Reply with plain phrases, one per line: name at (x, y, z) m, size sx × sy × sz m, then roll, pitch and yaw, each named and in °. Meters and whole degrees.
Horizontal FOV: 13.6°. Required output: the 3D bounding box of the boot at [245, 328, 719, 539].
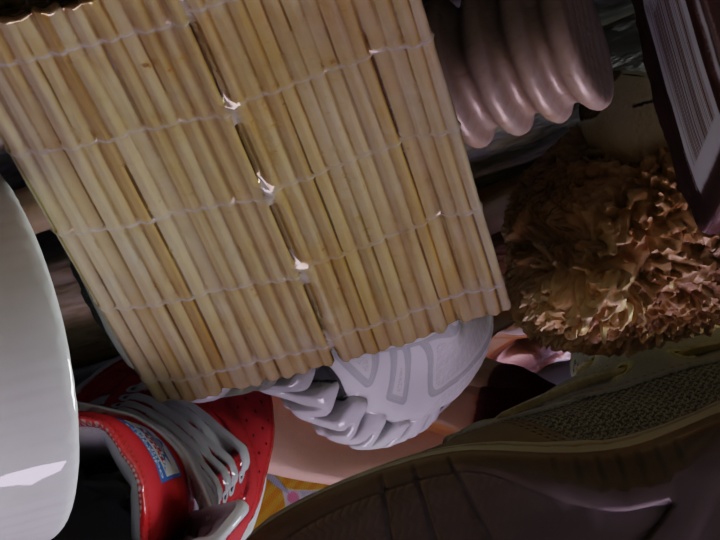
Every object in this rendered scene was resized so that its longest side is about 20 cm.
boot at (0.063, 0.053, 0.839) m, size 0.199 × 0.072 × 0.155 m, roll -17°, pitch -167°, yaw 3°

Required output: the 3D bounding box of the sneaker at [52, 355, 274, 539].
sneaker at (-0.060, 0.053, 0.804) m, size 0.113 × 0.071 × 0.200 m, roll -57°, pitch 178°, yaw 39°

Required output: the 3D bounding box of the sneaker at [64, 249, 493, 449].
sneaker at (0.000, 0.000, 0.838) m, size 0.081 × 0.075 × 0.200 m, roll -32°, pitch 163°, yaw 18°

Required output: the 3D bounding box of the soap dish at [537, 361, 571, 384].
soap dish at (0.150, 0.055, 1.171) m, size 0.081 × 0.157 × 0.200 m, roll -56°, pitch -170°, yaw -21°

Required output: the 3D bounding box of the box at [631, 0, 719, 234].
box at (0.166, -0.075, 0.679) m, size 0.199 × 0.075 × 0.100 m, roll -14°, pitch 170°, yaw -2°

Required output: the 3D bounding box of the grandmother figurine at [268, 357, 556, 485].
grandmother figurine at (0.035, 0.056, 0.940) m, size 0.199 × 0.121 × 0.061 m, roll 12°, pitch 130°, yaw 0°

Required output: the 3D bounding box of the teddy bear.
teddy bear at (0.133, -0.028, 0.774) m, size 0.199 × 0.067 × 0.145 m, roll 3°, pitch -141°, yaw 21°

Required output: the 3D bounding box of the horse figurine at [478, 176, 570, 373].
horse figurine at (0.070, -0.005, 0.997) m, size 0.132 × 0.050 × 0.200 m, roll -24°, pitch 171°, yaw 12°

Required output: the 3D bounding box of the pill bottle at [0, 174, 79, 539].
pill bottle at (-0.168, 0.036, 0.636) m, size 0.199 × 0.110 × 0.110 m, roll -12°, pitch 170°, yaw -24°

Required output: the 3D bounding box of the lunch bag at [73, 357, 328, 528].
lunch bag at (-0.048, 0.087, 1.085) m, size 0.169 × 0.128 × 0.200 m, roll -16°, pitch -168°, yaw -7°

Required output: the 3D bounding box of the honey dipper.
honey dipper at (-0.037, -0.026, 0.724) m, size 0.199 × 0.038 × 0.038 m, roll -18°, pitch 171°, yaw 19°

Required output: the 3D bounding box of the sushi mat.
sushi mat at (-0.024, -0.021, 0.674) m, size 0.095 × 0.012 × 0.200 m, roll -16°, pitch 154°, yaw 2°
